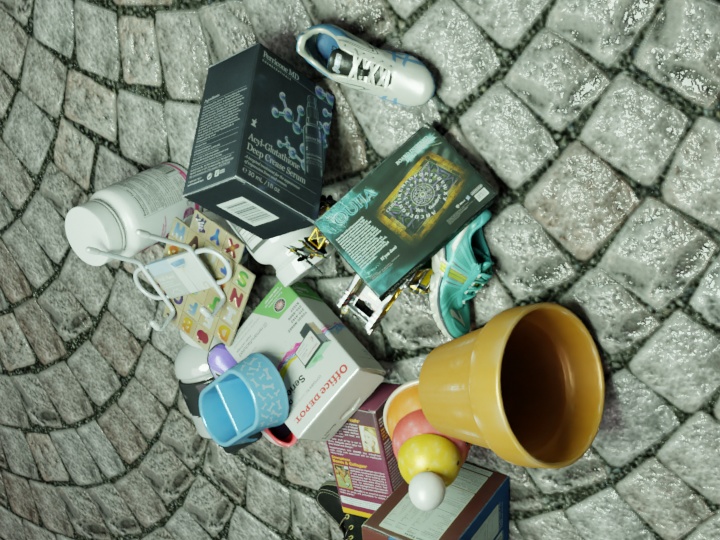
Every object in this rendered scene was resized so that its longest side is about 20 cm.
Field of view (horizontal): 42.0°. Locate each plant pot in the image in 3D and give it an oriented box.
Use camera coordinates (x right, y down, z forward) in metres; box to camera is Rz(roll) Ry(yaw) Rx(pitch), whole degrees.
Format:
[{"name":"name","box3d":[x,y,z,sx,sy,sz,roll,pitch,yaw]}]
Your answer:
[{"name":"plant pot","box3d":[0.180,0.150,1.209,0.183,0.200,0.201,-12,105,51]}]

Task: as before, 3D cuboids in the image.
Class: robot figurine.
[{"name":"robot figurine","box3d":[-0.233,0.202,1.579,0.150,0.125,0.201,-12,105,29]}]

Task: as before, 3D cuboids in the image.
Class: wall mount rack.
[{"name":"wall mount rack","box3d":[-0.292,0.003,1.363,0.199,0.075,0.174,-15,120,36]}]

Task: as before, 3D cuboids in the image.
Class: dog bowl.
[{"name":"dog bowl","box3d":[-0.177,0.195,1.376,0.200,0.049,0.112,-38,75,50]}]

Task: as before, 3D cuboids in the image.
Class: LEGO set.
[{"name":"LEGO set","box3d":[0.000,0.000,1.279,0.200,0.154,0.116,37,107,7]}]

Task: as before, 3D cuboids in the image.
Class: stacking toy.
[{"name":"stacking toy","box3d":[0.096,0.258,1.294,0.145,0.200,0.147,4,121,6]}]

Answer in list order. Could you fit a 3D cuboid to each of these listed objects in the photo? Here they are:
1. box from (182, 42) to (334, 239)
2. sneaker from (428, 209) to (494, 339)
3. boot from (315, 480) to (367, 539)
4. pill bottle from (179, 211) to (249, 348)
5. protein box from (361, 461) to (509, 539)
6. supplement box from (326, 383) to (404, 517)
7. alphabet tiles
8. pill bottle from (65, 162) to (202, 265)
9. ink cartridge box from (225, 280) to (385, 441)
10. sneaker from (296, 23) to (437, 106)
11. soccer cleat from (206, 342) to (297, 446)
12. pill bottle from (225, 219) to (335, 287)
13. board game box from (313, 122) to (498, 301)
[{"name":"box","box3d":[-0.130,-0.166,1.237,0.107,0.148,0.201,-14,60,39]},{"name":"sneaker","box3d":[0.136,0.004,1.241,0.079,0.078,0.201,10,118,23]},{"name":"boot","box3d":[-0.020,0.441,1.521,0.200,0.150,0.073,36,129,17]},{"name":"pill bottle","box3d":[-0.237,0.018,1.493,0.114,0.114,0.201,25,124,24]},{"name":"protein box","box3d":[0.116,0.415,1.374,0.135,0.200,0.199,13,119,32]},{"name":"supplement box","box3d":[0.018,0.278,1.454,0.110,0.086,0.201,2,114,35]},{"name":"alphabet tiles","box3d":[-0.237,0.017,1.404,0.166,0.006,0.200,35,121,21]},{"name":"pill bottle","box3d":[-0.353,-0.087,1.467,0.113,0.200,0.114,17,122,29]},{"name":"ink cartridge box","box3d":[-0.083,0.133,1.390,0.145,0.084,0.200,-50,61,11]},{"name":"sneaker","box3d":[0.005,-0.259,1.204,0.200,0.072,0.072,27,124,21]},{"name":"soccer cleat","box3d":[-0.164,0.195,1.469,0.200,0.068,0.073,55,166,-16]},{"name":"pill bottle","box3d":[-0.131,-0.082,1.363,0.200,0.116,0.116,53,132,1]},{"name":"board game box","box3d":[0.057,-0.076,1.193,0.200,0.028,0.135,-41,74,-1]}]
